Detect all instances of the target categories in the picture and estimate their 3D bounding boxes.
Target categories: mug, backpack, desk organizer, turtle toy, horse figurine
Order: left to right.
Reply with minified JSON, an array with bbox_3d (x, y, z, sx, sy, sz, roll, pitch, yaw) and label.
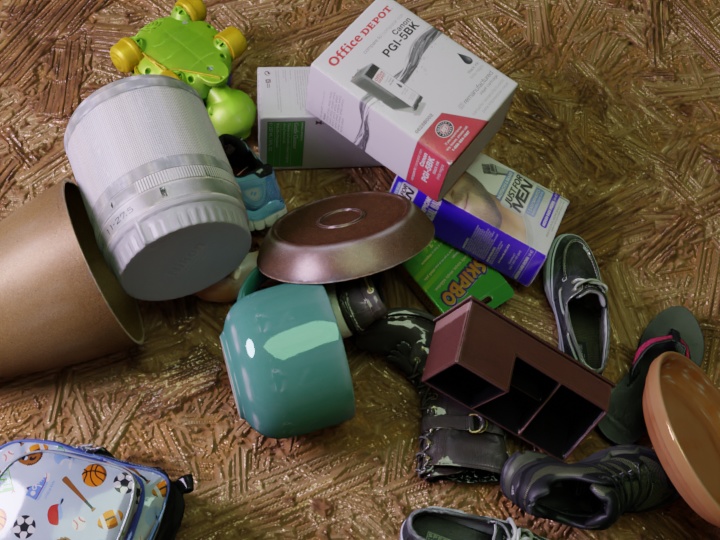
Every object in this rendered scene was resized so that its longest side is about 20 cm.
[{"bbox_3d":[-0.278,0.248,0.881,0.187,0.155,0.202,10,60,12],"label":"backpack"},{"bbox_3d":[-0.210,-0.242,1.205,0.199,0.102,0.146,40,63,17],"label":"turtle toy"},{"bbox_3d":[-0.142,-0.012,1.106,0.197,0.050,0.134,-13,55,-16],"label":"horse figurine"},{"bbox_3d":[-0.084,0.088,1.001,0.113,0.154,0.185,-15,22,-11],"label":"mug"},{"bbox_3d":[0.165,0.117,1.001,0.198,0.072,0.078,31,55,-17],"label":"desk organizer"}]

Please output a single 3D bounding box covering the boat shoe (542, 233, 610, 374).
[{"bbox_3d":[0.259,0.040,1.102,0.071,0.071,0.203,4,61,-12],"label":"boat shoe"}]

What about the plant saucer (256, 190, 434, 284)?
[{"bbox_3d":[-0.019,-0.043,1.036,0.197,0.035,0.201,-10,24,4],"label":"plant saucer"}]

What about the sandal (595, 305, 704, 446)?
[{"bbox_3d":[0.335,0.115,1.083,0.075,0.045,0.200,35,62,15],"label":"sandal"}]

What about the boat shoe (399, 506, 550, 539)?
[{"bbox_3d":[0.137,0.277,0.949,0.197,0.068,0.074,20,59,6],"label":"boat shoe"}]

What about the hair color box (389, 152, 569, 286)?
[{"bbox_3d":[0.140,-0.080,1.148,0.198,0.065,0.110,28,48,5],"label":"hair color box"}]

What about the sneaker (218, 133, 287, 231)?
[{"bbox_3d":[-0.157,-0.128,1.129,0.078,0.091,0.199,-30,46,-34],"label":"sneaker"}]

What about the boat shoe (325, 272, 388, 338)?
[{"bbox_3d":[0.000,0.000,1.065,0.060,0.072,0.202,-20,31,12],"label":"boat shoe"}]

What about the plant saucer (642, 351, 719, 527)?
[{"bbox_3d":[0.354,0.182,0.998,0.199,0.037,0.202,33,39,-30],"label":"plant saucer"}]

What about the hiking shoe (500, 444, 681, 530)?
[{"bbox_3d":[0.245,0.228,0.961,0.196,0.077,0.101,-1,15,-9],"label":"hiking shoe"}]

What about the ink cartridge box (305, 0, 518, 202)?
[{"bbox_3d":[0.056,-0.201,1.100,0.199,0.083,0.147,36,65,11],"label":"ink cartridge box"}]

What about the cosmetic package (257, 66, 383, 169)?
[{"bbox_3d":[-0.029,-0.191,1.192,0.196,0.108,0.086,-2,59,-6],"label":"cosmetic package"}]

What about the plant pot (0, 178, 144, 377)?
[{"bbox_3d":[-0.353,0.033,0.993,0.198,0.187,0.188,-25,63,-4],"label":"plant pot"}]

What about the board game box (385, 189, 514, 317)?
[{"bbox_3d":[0.087,-0.019,1.147,0.095,0.030,0.201,-29,63,-24],"label":"board game box"}]

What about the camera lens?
[{"bbox_3d":[-0.215,-0.091,1.018,0.158,0.161,0.202,-18,66,-17],"label":"camera lens"}]

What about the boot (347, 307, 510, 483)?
[{"bbox_3d":[0.075,0.138,1.027,0.197,0.070,0.176,9,58,-3],"label":"boot"}]
